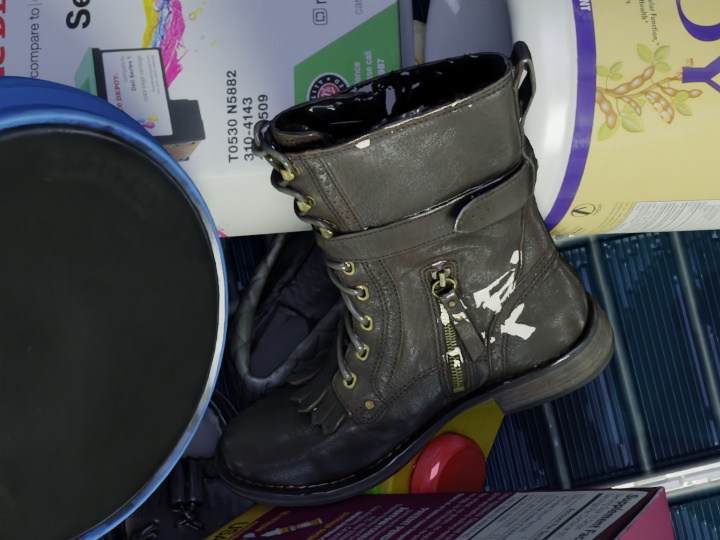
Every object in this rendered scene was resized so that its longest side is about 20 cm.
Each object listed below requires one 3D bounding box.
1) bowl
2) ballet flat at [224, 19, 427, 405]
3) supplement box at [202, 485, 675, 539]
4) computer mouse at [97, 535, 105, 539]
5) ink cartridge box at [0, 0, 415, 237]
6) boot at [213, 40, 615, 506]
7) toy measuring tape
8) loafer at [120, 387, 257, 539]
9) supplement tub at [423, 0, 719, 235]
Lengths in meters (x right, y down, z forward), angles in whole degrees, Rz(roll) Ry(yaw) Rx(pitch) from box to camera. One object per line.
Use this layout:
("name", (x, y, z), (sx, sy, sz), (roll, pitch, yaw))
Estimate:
("bowl", (-0.137, 0.026, 0.738), (0.201, 0.039, 0.201), (-15, 114, -36))
("ballet flat", (-0.004, -0.025, 0.883), (0.066, 0.057, 0.200), (23, 82, -1))
("supplement box", (0.028, 0.165, 0.778), (0.200, 0.103, 0.131), (-5, 102, 32))
("computer mouse", (-0.175, 0.099, 0.796), (0.200, 0.053, 0.139), (2, 78, -46))
("ink cartridge box", (-0.077, -0.093, 0.848), (0.200, 0.084, 0.145), (-4, 73, 7))
("boot", (0.000, 0.000, 0.773), (0.200, 0.174, 0.069), (-25, 41, 8))
("toy measuring tape", (0.035, 0.051, 0.865), (0.074, 0.074, 0.200), (22, 85, 0))
("loafer", (-0.074, 0.148, 0.854), (0.072, 0.063, 0.200), (-1, 83, -4))
("supplement tub", (0.141, -0.090, 0.846), (0.200, 0.145, 0.145), (-3, 83, -16))
